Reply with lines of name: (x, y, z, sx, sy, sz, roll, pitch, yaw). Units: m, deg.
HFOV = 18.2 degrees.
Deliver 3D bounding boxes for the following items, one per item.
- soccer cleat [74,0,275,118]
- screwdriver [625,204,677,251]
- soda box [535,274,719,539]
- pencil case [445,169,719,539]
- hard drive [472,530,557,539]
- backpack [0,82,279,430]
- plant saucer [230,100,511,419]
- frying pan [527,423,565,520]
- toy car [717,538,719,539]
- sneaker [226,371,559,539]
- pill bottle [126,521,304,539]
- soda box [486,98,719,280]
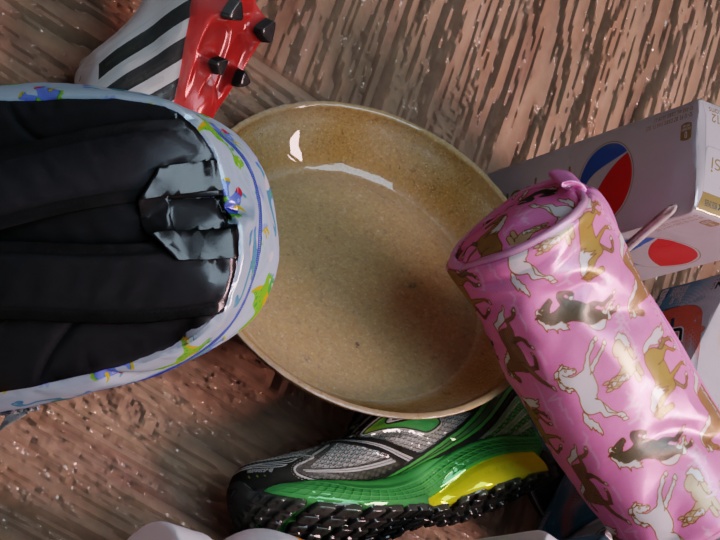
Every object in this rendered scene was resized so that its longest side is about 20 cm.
soccer cleat: (-0.118, -0.067, 1.131, 0.069, 0.085, 0.200, 31, 83, -56)
screwdriver: (0.115, 0.014, 1.197, 0.028, 0.200, 0.029, 14, 64, -21)
soda box: (0.175, 0.096, 1.271, 0.068, 0.064, 0.200, 46, 54, -21)
pencil case: (0.125, 0.049, 1.143, 0.087, 0.083, 0.200, -45, 110, -36)
hard drive: (0.124, 0.204, 1.196, 0.200, 0.132, 0.025, 37, 60, -24)
backpack: (-0.138, -0.014, 1.022, 0.154, 0.200, 0.164, 8, 72, -66)
plant saucer: (0.000, 0.000, 1.182, 0.200, 0.035, 0.200, 13, 52, -17)
frying pan: (0.121, 0.071, 1.290, 0.115, 0.031, 0.190, -12, 83, -40)
toy car: (0.260, 0.156, 1.301, 0.200, 0.177, 0.185, -15, 99, -26)
sneaker: (0.009, 0.098, 1.185, 0.200, 0.078, 0.085, -9, 70, -40)
pill bottle: (-0.028, 0.192, 1.100, 0.200, 0.111, 0.111, 24, 65, -30)
soda box: (0.138, -0.032, 1.222, 0.068, 0.200, 0.064, 16, 69, -33)
